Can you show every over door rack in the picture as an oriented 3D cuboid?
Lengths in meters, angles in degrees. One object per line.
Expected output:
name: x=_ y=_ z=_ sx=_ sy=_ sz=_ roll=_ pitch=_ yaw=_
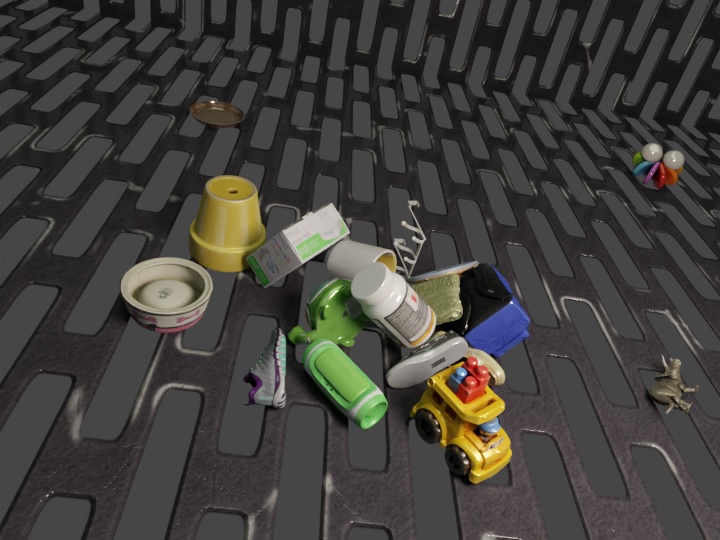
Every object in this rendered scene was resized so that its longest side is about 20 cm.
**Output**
over door rack: x=0.120 y=-0.084 z=1.638 sx=0.066 sy=0.149 sz=0.201 roll=12 pitch=36 yaw=-11

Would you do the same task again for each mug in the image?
mug: x=-0.006 y=0.004 z=1.517 sx=0.152 sy=0.187 sz=0.150 roll=23 pitch=68 yaw=28

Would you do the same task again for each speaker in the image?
speaker: x=-0.035 y=0.230 z=1.217 sx=0.088 sy=0.089 sz=0.200 roll=-19 pitch=47 yaw=-37

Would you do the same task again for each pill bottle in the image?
pill bottle: x=0.072 y=0.076 z=1.296 sx=0.200 sy=0.116 sz=0.117 roll=46 pitch=16 yaw=-37

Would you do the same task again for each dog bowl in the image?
dog bowl: x=-0.434 y=0.058 z=1.330 sx=0.198 sy=0.074 sz=0.201 roll=9 pitch=36 yaw=-7

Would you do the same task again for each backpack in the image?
backpack: x=0.304 y=0.099 z=1.433 sx=0.162 sy=0.168 sz=0.201 roll=-34 pitch=33 yaw=11

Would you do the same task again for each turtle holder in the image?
turtle holder: x=-0.067 y=0.105 z=1.352 sx=0.140 sy=0.187 sz=0.131 roll=29 pitch=-5 yaw=-36

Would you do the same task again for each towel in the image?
towel: x=0.151 y=0.086 z=1.427 sx=0.198 sy=0.037 sz=0.149 roll=-21 pitch=37 yaw=22

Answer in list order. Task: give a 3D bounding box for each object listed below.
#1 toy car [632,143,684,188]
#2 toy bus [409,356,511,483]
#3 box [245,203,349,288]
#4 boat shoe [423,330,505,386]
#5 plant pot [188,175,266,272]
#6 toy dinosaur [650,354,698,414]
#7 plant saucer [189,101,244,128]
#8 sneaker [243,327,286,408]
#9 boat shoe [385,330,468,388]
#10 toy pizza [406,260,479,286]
toy car: x=1.228 y=-0.419 z=2.460 sx=0.198 sy=0.175 sz=0.151 roll=24 pitch=73 yaw=14
toy bus: x=0.215 y=0.273 z=1.149 sx=0.135 sy=0.193 sz=0.200 roll=-16 pitch=46 yaw=-36
box: x=-0.156 y=-0.065 z=1.480 sx=0.200 sy=0.176 sz=0.097 roll=-36 pitch=95 yaw=-47
boat shoe: x=0.234 y=0.211 z=1.347 sx=0.199 sy=0.074 sz=0.062 roll=26 pitch=43 yaw=36
plant pot: x=-0.336 y=-0.129 z=1.515 sx=0.198 sy=0.190 sz=0.202 roll=9 pitch=36 yaw=-7
toy dinosaur: x=0.732 y=0.294 z=1.403 sx=0.102 sy=0.078 sz=0.199 roll=23 pitch=40 yaw=33
plant saucer: x=-0.530 y=-0.572 z=2.185 sx=0.198 sy=0.032 sz=0.201 roll=8 pitch=36 yaw=-6
sneaker: x=-0.198 y=0.194 z=1.226 sx=0.086 sy=0.075 sz=0.201 roll=1 pitch=38 yaw=-9
boat shoe: x=0.142 y=0.196 z=1.306 sx=0.198 sy=0.069 sz=0.057 roll=-23 pitch=35 yaw=-10
toy pizza: x=0.216 y=0.013 z=1.550 sx=0.198 sy=0.032 sz=0.200 roll=-15 pitch=0 yaw=0
